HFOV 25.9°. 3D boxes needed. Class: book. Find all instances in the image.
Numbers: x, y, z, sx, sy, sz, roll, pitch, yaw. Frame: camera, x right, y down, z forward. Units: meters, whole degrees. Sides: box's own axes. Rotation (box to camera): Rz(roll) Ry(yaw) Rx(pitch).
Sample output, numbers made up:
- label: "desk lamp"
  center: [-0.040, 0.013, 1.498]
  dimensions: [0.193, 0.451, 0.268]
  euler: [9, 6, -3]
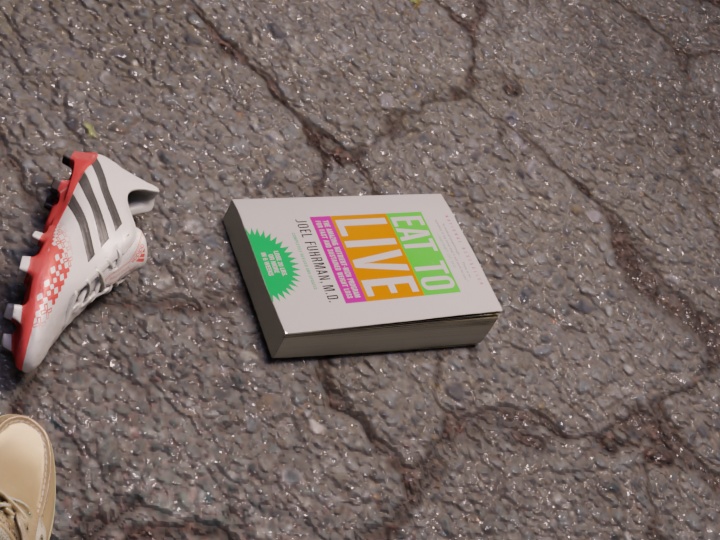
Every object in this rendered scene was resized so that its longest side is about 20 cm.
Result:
- label: "book"
  center: [0.000, 0.000, 1.260]
  dimensions: [0.198, 0.048, 0.135]
  euler: [-4, 55, -30]

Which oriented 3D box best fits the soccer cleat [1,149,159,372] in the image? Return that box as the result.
- label: "soccer cleat"
  center: [-0.199, -0.005, 1.128]
  dimensions: [0.084, 0.069, 0.202]
  euler: [20, 45, -11]

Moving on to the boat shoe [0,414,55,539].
- label: "boat shoe"
  center: [-0.230, 0.170, 0.979]
  dimensions: [0.071, 0.065, 0.202]
  euler: [23, 49, -14]
